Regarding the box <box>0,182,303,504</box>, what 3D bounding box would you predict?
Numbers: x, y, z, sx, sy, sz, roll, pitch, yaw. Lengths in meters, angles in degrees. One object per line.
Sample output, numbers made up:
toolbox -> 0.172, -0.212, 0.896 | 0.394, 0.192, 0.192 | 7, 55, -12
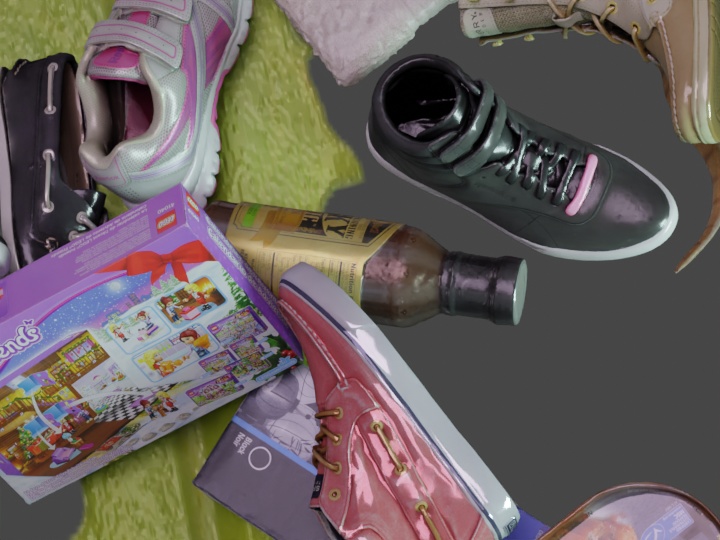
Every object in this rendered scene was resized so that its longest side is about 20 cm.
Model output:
box -> -0.152, 0.046, 1.614 | 0.199, 0.137, 0.039 | -27, 41, 13

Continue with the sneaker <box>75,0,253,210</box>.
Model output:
sneaker -> -0.124, -0.133, 1.676 | 0.081, 0.088, 0.202 | -2, 77, 28

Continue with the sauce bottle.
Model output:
sauce bottle -> 0.000, 0.000, 1.648 | 0.198, 0.065, 0.065 | 8, 80, 10

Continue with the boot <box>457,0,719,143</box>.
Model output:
boot -> 0.135, -0.149, 1.605 | 0.154, 0.072, 0.201 | -11, 58, 11

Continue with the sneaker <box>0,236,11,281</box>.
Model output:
sneaker -> -0.255, -0.045, 1.652 | 0.070, 0.200, 0.100 | 23, 80, -28

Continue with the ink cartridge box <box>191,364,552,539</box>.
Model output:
ink cartridge box -> 0.007, 0.140, 1.629 | 0.199, 0.039, 0.100 | 31, 84, 14

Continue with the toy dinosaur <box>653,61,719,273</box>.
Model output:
toy dinosaur -> 0.212, -0.094, 1.635 | 0.106, 0.060, 0.201 | -25, 60, 14

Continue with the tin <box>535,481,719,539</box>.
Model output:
tin -> 0.128, 0.206, 1.582 | 0.200, 0.042, 0.112 | -37, 81, -2

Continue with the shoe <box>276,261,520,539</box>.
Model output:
shoe -> -0.004, 0.095, 1.577 | 0.091, 0.072, 0.200 | -38, 81, -10

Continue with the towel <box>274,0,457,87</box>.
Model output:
towel -> -0.018, -0.224, 1.714 | 0.132, 0.034, 0.200 | -38, 75, 2

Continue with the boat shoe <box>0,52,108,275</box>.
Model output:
boat shoe -> -0.184, -0.040, 1.688 | 0.060, 0.074, 0.201 | -17, 67, 11

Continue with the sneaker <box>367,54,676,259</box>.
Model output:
sneaker -> 0.089, -0.065, 1.618 | 0.199, 0.099, 0.071 | 22, 81, 13
